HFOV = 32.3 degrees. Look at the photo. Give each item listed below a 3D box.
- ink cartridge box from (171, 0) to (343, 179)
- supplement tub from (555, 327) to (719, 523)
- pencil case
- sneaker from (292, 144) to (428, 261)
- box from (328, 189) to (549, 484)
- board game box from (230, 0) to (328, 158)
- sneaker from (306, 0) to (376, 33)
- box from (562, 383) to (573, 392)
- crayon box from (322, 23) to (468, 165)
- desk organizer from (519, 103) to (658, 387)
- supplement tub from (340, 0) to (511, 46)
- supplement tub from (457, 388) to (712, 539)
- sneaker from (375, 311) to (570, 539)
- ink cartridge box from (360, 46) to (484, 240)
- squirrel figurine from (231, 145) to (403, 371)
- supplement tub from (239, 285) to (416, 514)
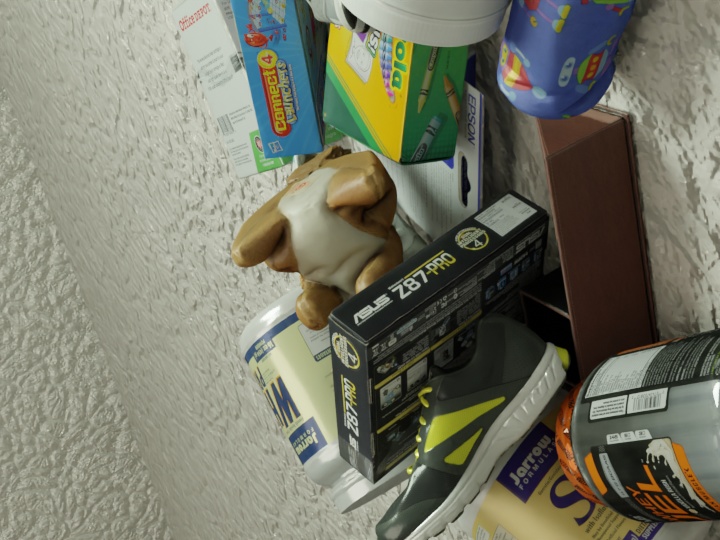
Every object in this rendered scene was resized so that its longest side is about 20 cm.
[{"bbox_3d":[-0.113,-0.212,1.334,0.146,0.083,0.203,-1,112,66],"label":"ink cartridge box"},{"bbox_3d":[0.225,0.107,0.840,0.124,0.121,0.199,64,152,0],"label":"supplement tub"},{"bbox_3d":[0.145,-0.184,0.789,0.201,0.085,0.079,101,161,-55],"label":"pencil case"},{"bbox_3d":[0.000,-0.044,1.180,0.200,0.076,0.081,42,162,30],"label":"sneaker"},{"bbox_3d":[0.065,0.051,0.976,0.049,0.199,0.163,33,145,35],"label":"box"},{"bbox_3d":[-0.071,-0.237,1.118,0.201,0.055,0.198,-88,-10,-56],"label":"board game box"},{"bbox_3d":[-0.028,-0.282,0.933,0.115,0.074,0.204,18,113,57],"label":"sneaker"},{"bbox_3d":[0.138,0.090,1.158,0.144,0.036,0.201,57,156,18],"label":"box"},{"bbox_3d":[0.031,-0.199,0.981,0.118,0.058,0.203,34,125,49],"label":"crayon box"},{"bbox_3d":[0.162,-0.018,0.931,0.071,0.076,0.203,30,140,54],"label":"desk organizer"},{"bbox_3d":[0.059,-0.260,0.785,0.132,0.130,0.202,49,141,32],"label":"supplement tub"},{"bbox_3d":[0.167,0.187,1.005,0.199,0.145,0.146,37,148,23],"label":"supplement tub"},{"bbox_3d":[0.069,0.119,0.933,0.084,0.201,0.074,39,180,3],"label":"sneaker"},{"bbox_3d":[0.062,-0.121,1.093,0.200,0.047,0.200,43,149,40],"label":"ink cartridge box"},{"bbox_3d":[0.000,0.000,1.061,0.188,0.140,0.200,57,-170,-18],"label":"squirrel figurine"},{"bbox_3d":[-0.015,0.119,1.220,0.202,0.143,0.145,60,158,13],"label":"supplement tub"}]
